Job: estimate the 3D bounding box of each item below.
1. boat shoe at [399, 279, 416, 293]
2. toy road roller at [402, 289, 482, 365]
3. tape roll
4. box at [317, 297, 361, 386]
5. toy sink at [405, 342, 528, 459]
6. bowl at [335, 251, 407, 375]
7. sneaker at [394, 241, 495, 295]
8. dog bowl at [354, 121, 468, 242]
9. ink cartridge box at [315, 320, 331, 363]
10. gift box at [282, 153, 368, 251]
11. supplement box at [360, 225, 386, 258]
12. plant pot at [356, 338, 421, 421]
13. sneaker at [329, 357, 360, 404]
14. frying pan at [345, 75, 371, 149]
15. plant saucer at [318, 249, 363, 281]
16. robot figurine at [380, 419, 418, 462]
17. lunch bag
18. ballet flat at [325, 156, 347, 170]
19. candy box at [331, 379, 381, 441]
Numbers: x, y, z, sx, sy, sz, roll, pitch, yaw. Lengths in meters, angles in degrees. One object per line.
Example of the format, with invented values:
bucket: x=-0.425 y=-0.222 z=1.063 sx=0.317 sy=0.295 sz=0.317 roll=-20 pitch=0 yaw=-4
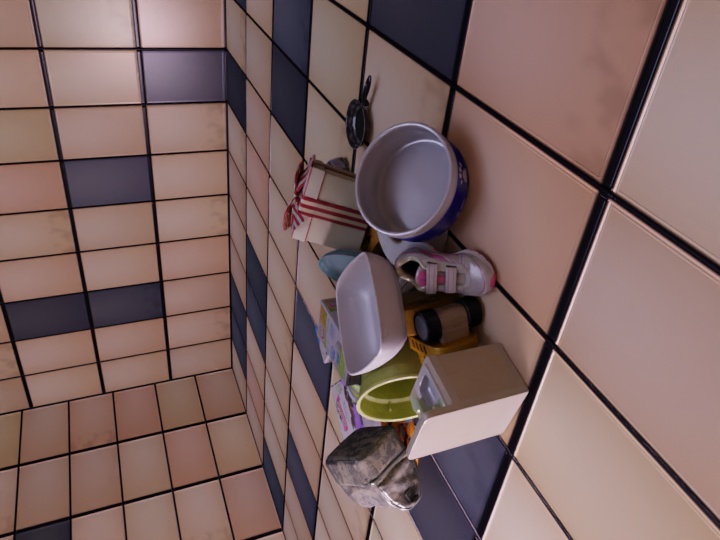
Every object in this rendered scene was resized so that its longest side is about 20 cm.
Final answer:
boat shoe: x=0.099 y=0.026 z=1.262 sx=0.071 sy=0.070 sz=0.200 roll=65 pitch=161 yaw=15
toy road roller: x=0.140 y=0.122 z=1.126 sx=0.199 sy=0.121 sz=0.149 roll=-159 pitch=57 yaw=-65
tape roll: x=0.099 y=-0.111 z=1.213 sx=0.202 sy=0.069 sz=0.207 roll=172 pitch=90 yaw=-69
box: x=-0.023 y=0.164 z=1.451 sx=0.201 sy=0.099 sz=0.114 roll=-126 pitch=37 yaw=-48
toy sink: x=0.156 y=0.215 z=1.010 sx=0.132 sy=0.196 sz=0.113 roll=103 pitch=149 yaw=-43
bowl: x=0.022 y=0.084 z=1.123 sx=0.200 sy=0.073 sz=0.204 roll=135 pitch=131 yaw=-59
sneaker: x=0.142 y=0.008 z=1.061 sx=0.197 sy=0.088 sz=0.083 roll=12 pitch=119 yaw=38
dog bowl: x=0.091 y=-0.155 z=1.072 sx=0.197 sy=0.078 sz=0.205 roll=-6 pitch=80 yaw=33
ink cartridge box: x=-0.071 y=0.174 z=1.743 sx=0.201 sy=0.065 sz=0.118 roll=117 pitch=140 yaw=-56
gift box: x=-0.071 y=-0.155 z=1.369 sx=0.200 sy=0.183 sz=0.188 roll=-118 pitch=44 yaw=-76
supplement box: x=0.032 y=-0.057 z=1.407 sx=0.201 sy=0.067 sz=0.068 roll=120 pitch=137 yaw=-59
plant pot: x=0.074 y=0.185 z=1.252 sx=0.202 sy=0.196 sz=0.187 roll=111 pitch=155 yaw=-50
sneaker: x=-0.018 y=0.237 z=1.520 sx=0.202 sy=0.074 sz=0.077 roll=58 pitch=144 yaw=24
frying pan: x=-0.002 y=-0.384 z=1.423 sx=0.115 sy=0.030 sz=0.193 roll=-124 pitch=37 yaw=-48
plant saucer: x=0.000 y=0.000 z=1.372 sx=0.200 sy=0.197 sz=0.028 roll=140 pitch=150 yaw=-65
robot figurine: x=0.092 y=0.396 z=1.422 sx=0.145 sy=0.057 sz=0.205 roll=-175 pitch=79 yaw=-68
lunch bag: x=0.034 y=0.453 z=1.340 sx=0.170 sy=0.138 sz=0.199 roll=58 pitch=146 yaw=-2
ballet flat: x=-0.061 y=-0.196 z=1.589 sx=0.072 sy=0.071 sz=0.205 roll=172 pitch=90 yaw=-68
candy box: x=-0.007 y=0.376 z=1.647 sx=0.200 sy=0.070 sz=0.171 roll=132 pitch=127 yaw=-62
